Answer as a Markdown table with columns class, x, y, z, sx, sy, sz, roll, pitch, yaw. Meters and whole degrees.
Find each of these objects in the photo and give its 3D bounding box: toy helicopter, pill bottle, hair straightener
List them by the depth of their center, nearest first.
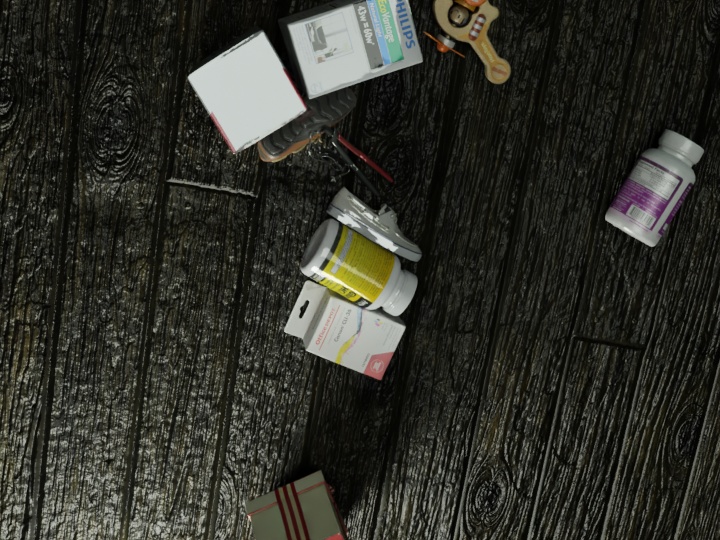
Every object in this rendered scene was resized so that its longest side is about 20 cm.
| class | x | y | z | sx | sy | sz | roll | pitch | yaw |
| --- | --- | --- | --- | --- | --- | --- | --- | --- | --- |
| toy helicopter | 0.195 | -0.409 | 1.711 | 0.132 | 0.079 | 0.201 | -37 | 111 | 2 |
| hair straightener | -0.026 | -0.186 | 1.713 | 0.077 | 0.041 | 0.200 | -48 | 134 | 6 |
| pill bottle | 0.000 | 0.000 | 1.764 | 0.199 | 0.113 | 0.113 | 29 | 98 | -15 |
| pill bottle | 0.555 | -0.157 | 1.819 | 0.111 | 0.112 | 0.201 | 28 | 99 | -15 |

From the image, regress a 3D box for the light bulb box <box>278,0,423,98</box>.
| class | x | y | z | sx | sy | sz | roll | pitch | yaw |
| --- | --- | --- | --- | --- | --- | --- | --- | --- | --- |
| light bulb box | -0.021 | -0.385 | 1.615 | 0.198 | 0.198 | 0.126 | -18 | 109 | -3 |

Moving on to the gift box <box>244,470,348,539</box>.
| class | x | y | z | sx | sy | sz | roll | pitch | yaw |
| --- | --- | --- | --- | --- | --- | --- | --- | --- | --- |
| gift box | -0.112 | 0.521 | 1.849 | 0.182 | 0.187 | 0.202 | -18 | 126 | -6 |

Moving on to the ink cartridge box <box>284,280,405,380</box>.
| class | x | y | z | sx | sy | sz | roll | pitch | yaw |
| --- | --- | --- | --- | --- | --- | --- | --- | --- | --- |
| ink cartridge box | -0.031 | 0.110 | 1.810 | 0.198 | 0.068 | 0.118 | 22 | 100 | -15 |

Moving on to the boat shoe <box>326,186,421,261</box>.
| class | x | y | z | sx | sy | sz | roll | pitch | yaw |
| --- | --- | --- | --- | --- | --- | --- | --- | --- | --- |
| boat shoe | 0.037 | -0.087 | 1.773 | 0.199 | 0.071 | 0.070 | 30 | 95 | -12 |

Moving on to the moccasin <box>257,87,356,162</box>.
| class | x | y | z | sx | sy | sz | roll | pitch | yaw |
| --- | --- | --- | --- | --- | --- | --- | --- | --- | --- |
| moccasin | -0.093 | -0.255 | 1.703 | 0.201 | 0.078 | 0.074 | -43 | 92 | -13 |

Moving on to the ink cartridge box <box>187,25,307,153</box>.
| class | x | y | z | sx | sy | sz | roll | pitch | yaw |
| --- | --- | --- | --- | --- | --- | --- | --- | --- | --- |
| ink cartridge box | -0.188 | -0.304 | 1.608 | 0.144 | 0.200 | 0.146 | -31 | 107 | 2 |
